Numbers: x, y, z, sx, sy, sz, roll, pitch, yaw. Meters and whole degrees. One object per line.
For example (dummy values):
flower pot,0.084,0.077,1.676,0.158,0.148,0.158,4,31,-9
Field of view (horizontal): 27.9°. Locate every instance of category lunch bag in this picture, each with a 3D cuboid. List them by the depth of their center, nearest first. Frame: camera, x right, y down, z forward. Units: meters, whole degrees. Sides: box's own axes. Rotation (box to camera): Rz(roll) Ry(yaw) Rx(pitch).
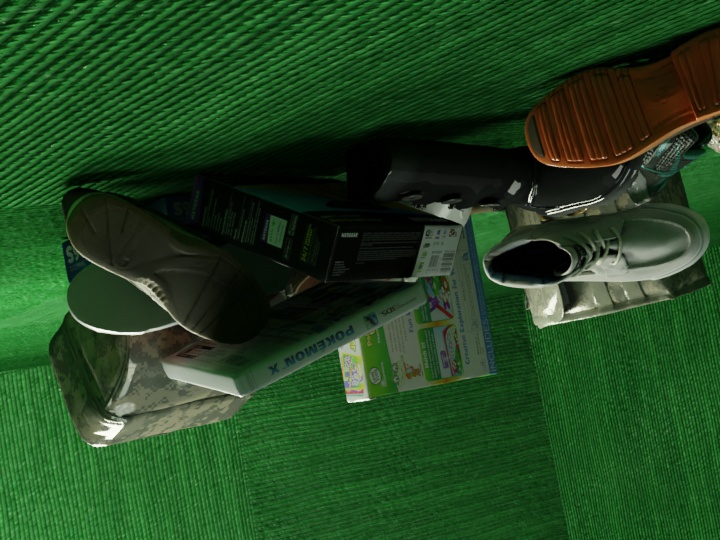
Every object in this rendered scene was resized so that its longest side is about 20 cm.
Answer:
lunch bag,-0.178,0.063,1.391,0.199,0.140,0.168,-7,153,-35
lunch bag,0.237,-0.035,1.508,0.199,0.165,0.117,-15,179,39

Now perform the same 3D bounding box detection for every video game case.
video game case,-0.062,0.054,1.253,0.182,0.022,0.200,-26,-169,-22

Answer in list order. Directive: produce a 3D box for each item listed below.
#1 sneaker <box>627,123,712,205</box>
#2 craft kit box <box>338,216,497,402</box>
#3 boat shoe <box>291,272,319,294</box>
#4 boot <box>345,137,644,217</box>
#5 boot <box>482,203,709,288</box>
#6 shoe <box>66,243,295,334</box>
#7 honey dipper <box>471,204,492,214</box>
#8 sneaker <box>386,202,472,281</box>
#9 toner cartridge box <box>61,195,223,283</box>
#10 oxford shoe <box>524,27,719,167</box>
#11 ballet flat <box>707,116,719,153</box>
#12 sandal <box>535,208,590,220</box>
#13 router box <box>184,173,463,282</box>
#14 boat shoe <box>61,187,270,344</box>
sneaker,0.276,-0.108,1.315,0.091,0.078,0.200,-16,175,17
craft kit box,0.055,0.032,1.598,0.197,0.201,0.048,-5,175,-43
boat shoe,0.000,0.000,1.484,0.200,0.076,0.072,-30,-167,-39
boot,0.105,-0.088,1.167,0.199,0.066,0.165,7,160,-22
boot,0.213,-0.014,1.324,0.199,0.074,0.096,-9,-172,26
shoe,-0.156,0.016,1.280,0.199,0.072,0.091,-12,173,-8
honey dipper,0.137,-0.071,1.599,0.199,0.038,0.038,-12,177,-44
sneaker,0.040,-0.016,1.353,0.200,0.078,0.100,-55,-172,37
toner cartridge box,-0.191,-0.029,1.353,0.095,0.043,0.200,-8,174,-38
oxford shoe,0.213,-0.120,1.051,0.199,0.072,0.073,-15,179,37
ballet flat,0.364,-0.128,1.324,0.075,0.064,0.200,-11,176,-11
sandal,0.190,-0.091,1.333,0.054,0.081,0.200,-26,178,-6
router box,-0.027,-0.037,1.215,0.149,0.051,0.200,21,-168,30
boat shoe,-0.155,-0.010,1.164,0.200,0.072,0.066,34,-171,-36
